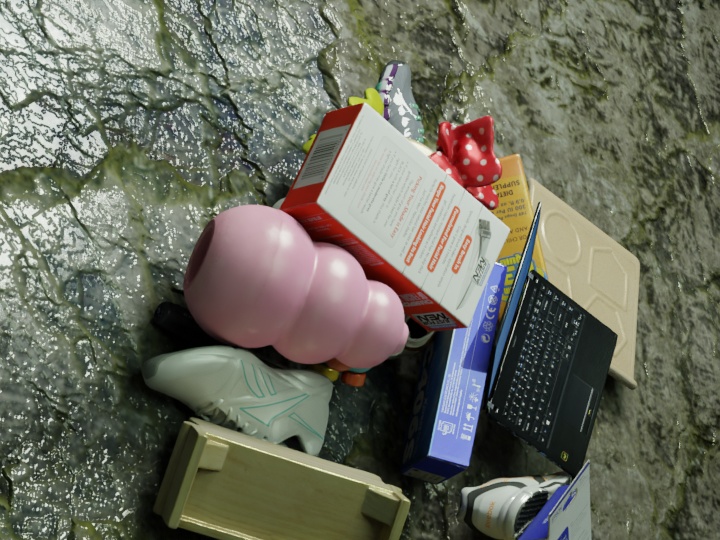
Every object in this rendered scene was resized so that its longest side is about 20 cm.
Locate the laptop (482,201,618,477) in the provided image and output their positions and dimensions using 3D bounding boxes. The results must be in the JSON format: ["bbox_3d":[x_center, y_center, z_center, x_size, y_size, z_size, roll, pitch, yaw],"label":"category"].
[{"bbox_3d":[0.191,0.068,1.797,0.200,0.103,0.178,36,54,-22],"label":"laptop"}]

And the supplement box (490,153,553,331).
[{"bbox_3d":[0.152,-0.014,1.912,0.066,0.069,0.202,-14,90,-8],"label":"supplement box"}]

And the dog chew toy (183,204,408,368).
[{"bbox_3d":[-0.051,0.024,1.611,0.199,0.125,0.125,24,51,-16],"label":"dog chew toy"}]

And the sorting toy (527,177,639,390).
[{"bbox_3d":[0.239,0.017,2.056,0.185,0.036,0.201,34,43,-29],"label":"sorting toy"}]

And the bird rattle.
[{"bbox_3d":[0.040,-0.078,1.770,0.199,0.113,0.164,20,66,-23],"label":"bird rattle"}]

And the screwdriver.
[{"bbox_3d":[-0.103,0.070,1.667,0.199,0.028,0.029,25,23,-38],"label":"screwdriver"}]

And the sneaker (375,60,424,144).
[{"bbox_3d":[0.048,-0.120,1.874,0.087,0.075,0.201,8,61,5],"label":"sneaker"}]

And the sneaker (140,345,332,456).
[{"bbox_3d":[-0.102,0.116,1.608,0.199,0.070,0.081,18,64,-38],"label":"sneaker"}]

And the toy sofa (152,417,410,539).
[{"bbox_3d":[-0.067,0.194,1.549,0.199,0.098,0.083,19,90,-14],"label":"toy sofa"}]

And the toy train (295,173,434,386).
[{"bbox_3d":[-0.023,0.012,1.691,0.201,0.150,0.056,55,4,-11],"label":"toy train"}]

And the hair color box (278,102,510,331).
[{"bbox_3d":[0.033,-0.045,1.665,0.200,0.064,0.111,39,63,-27],"label":"hair color box"}]

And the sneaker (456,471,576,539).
[{"bbox_3d":[0.162,0.227,1.823,0.200,0.080,0.074,11,90,-62],"label":"sneaker"}]

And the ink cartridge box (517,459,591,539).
[{"bbox_3d":[0.186,0.283,1.764,0.099,0.039,0.201,-41,135,-49],"label":"ink cartridge box"}]

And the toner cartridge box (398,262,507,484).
[{"bbox_3d":[0.087,0.095,1.757,0.043,0.095,0.201,17,70,-12],"label":"toner cartridge box"}]

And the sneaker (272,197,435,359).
[{"bbox_3d":[0.000,0.000,1.760,0.200,0.084,0.073,45,62,-18],"label":"sneaker"}]
